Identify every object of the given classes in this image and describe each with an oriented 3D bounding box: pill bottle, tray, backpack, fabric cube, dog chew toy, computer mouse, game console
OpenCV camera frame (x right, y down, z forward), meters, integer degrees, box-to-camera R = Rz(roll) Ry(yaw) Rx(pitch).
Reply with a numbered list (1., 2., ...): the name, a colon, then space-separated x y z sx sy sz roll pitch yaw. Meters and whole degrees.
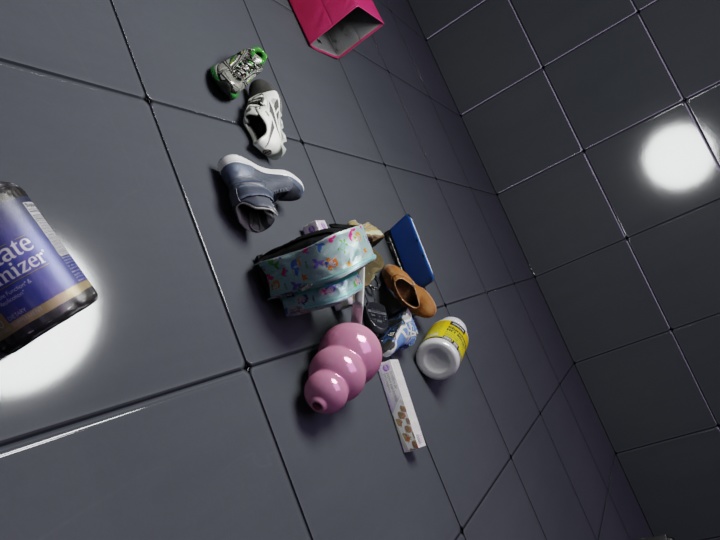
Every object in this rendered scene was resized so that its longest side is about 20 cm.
1. pill bottle: -0.384 -0.022 0.618 0.200 0.112 0.112 58 26 -11
2. tray: -0.008 0.097 1.201 0.200 0.022 0.107 94 -2 -46
3. backpack: -0.072 -0.007 1.084 0.151 0.200 0.178 64 25 0
4. pill bottle: 0.224 0.197 1.547 0.113 0.112 0.200 61 26 -6
5. fabric cube: -0.082 -0.823 1.826 0.196 0.200 0.200 -15 77 -63
6. dog chew toy: -0.038 0.184 1.073 0.125 0.124 0.200 56 34 -15
7. computer mouse: 0.027 0.073 1.397 0.059 0.034 0.200 16 43 -25
8. game console: 0.158 -0.039 1.638 0.171 0.118 0.200 6 61 -60

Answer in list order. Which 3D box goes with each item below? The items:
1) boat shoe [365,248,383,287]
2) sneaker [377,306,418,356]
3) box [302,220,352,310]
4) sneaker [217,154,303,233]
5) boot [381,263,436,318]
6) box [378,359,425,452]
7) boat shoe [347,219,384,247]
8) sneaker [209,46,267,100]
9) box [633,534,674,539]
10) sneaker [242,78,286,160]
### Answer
1. boat shoe: 0.002 0.002 1.379 0.073 0.063 0.201 41 27 -8
2. sneaker: 0.097 0.156 1.390 0.077 0.076 0.200 55 28 -6
3. box: -0.065 -0.011 1.268 0.041 0.039 0.200 -6 72 -63
4. sneaker: -0.175 -0.133 1.134 0.202 0.077 0.146 10 46 -48
5. boot: 0.133 0.070 1.481 0.200 0.074 0.155 41 3 -15
6. box: 0.090 0.297 1.289 0.041 0.039 0.200 12 56 -60
7. boat shoe: -0.009 -0.089 1.447 0.076 0.072 0.200 52 17 8
8. sneaker: -0.261 -0.440 1.266 0.078 0.085 0.200 49 30 -27
9. box: 1.301 1.239 2.549 0.200 0.148 0.124 36 38 -45
10. sneaker: -0.218 -0.345 1.270 0.088 0.074 0.200 19 49 -58
